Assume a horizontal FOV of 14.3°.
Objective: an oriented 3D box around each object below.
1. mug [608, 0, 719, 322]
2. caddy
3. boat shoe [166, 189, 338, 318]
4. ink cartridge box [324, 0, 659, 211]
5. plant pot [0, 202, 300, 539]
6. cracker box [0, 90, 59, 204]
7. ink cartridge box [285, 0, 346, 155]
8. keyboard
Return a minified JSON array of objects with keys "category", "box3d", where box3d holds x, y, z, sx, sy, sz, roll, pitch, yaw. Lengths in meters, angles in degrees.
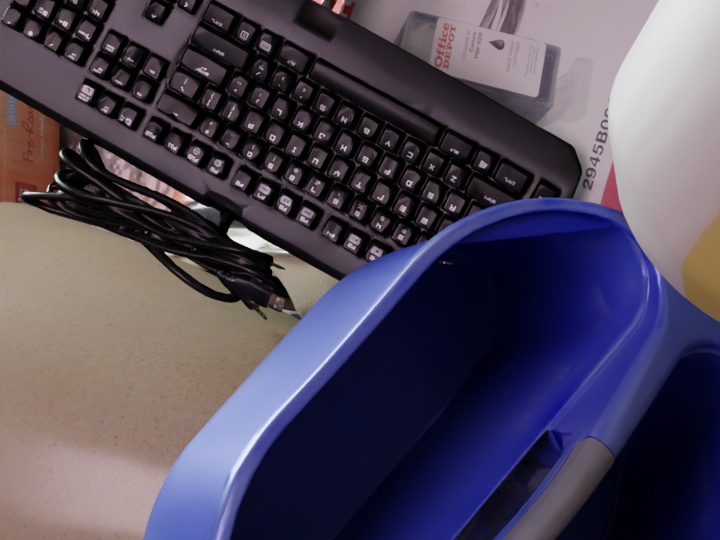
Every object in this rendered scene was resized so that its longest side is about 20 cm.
[{"category":"mug","box3d":[0.145,-0.043,0.783,0.153,0.149,0.187,-51,26,41]},{"category":"caddy","box3d":[0.031,0.071,0.830,0.200,0.141,0.105,-48,17,-21]},{"category":"boat shoe","box3d":[0.000,0.000,1.015,0.200,0.071,0.063,20,78,46]},{"category":"ink cartridge box","box3d":[0.081,-0.093,0.965,0.200,0.085,0.146,21,93,42]},{"category":"plant pot","box3d":[-0.062,0.080,0.972,0.199,0.187,0.188,9,86,40]},{"category":"cracker box","box3d":[-0.215,-0.056,1.214,0.199,0.058,0.135,-10,75,38]},{"category":"ink cartridge box","box3d":[-0.045,-0.120,1.012,0.200,0.047,0.161,-128,57,-70]},{"category":"keyboard","box3d":[-0.037,-0.038,0.917,0.200,0.040,0.104,29,102,12]}]
